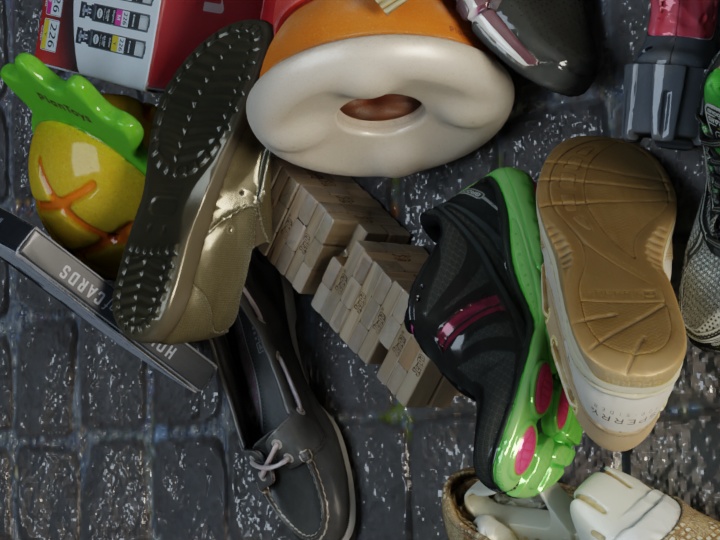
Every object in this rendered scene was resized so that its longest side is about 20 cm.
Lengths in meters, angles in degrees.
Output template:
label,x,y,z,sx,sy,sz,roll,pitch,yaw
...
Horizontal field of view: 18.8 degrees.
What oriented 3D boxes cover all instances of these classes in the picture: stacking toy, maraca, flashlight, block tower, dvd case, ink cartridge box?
label,x,y,z,sx,sy,sz,roll,pitch,yaw
stacking toy,0.006,-0.164,1.213,0.146,0.146,0.200,-28,57,44
maraca,-0.154,-0.062,1.351,0.137,0.200,0.107,21,65,31
flashlight,0.161,-0.162,1.071,0.068,0.068,0.200,7,91,63
block tower,0.000,0.000,1.257,0.200,0.054,0.058,48,121,39
dvd case,-0.184,0.007,1.366,0.025,0.150,0.200,-54,27,-8
ink cartridge box,-0.108,-0.210,1.340,0.175,0.084,0.200,17,100,48

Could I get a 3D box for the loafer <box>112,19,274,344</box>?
label,x,y,z,sx,sy,sz,roll,pitch,yaw
loafer,-0.085,-0.049,1.270,0.076,0.067,0.200,17,85,45

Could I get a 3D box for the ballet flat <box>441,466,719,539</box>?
label,x,y,z,sx,sy,sz,roll,pitch,yaw
ballet flat,0.111,0.132,1.107,0.200,0.071,0.065,-3,123,47

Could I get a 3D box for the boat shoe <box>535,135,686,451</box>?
label,x,y,z,sx,sy,sz,roll,pitch,yaw
boat shoe,0.119,0.009,1.072,0.200,0.074,0.069,-84,1,-53

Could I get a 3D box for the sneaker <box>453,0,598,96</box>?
label,x,y,z,sx,sy,sz,roll,pitch,yaw
sneaker,0.093,-0.197,1.150,0.116,0.076,0.200,-45,58,31

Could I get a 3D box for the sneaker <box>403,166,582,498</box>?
label,x,y,z,sx,sy,sz,roll,pitch,yaw
sneaker,0.067,0.038,1.127,0.084,0.077,0.200,-17,46,16

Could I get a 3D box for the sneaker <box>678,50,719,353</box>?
label,x,y,z,sx,sy,sz,roll,pitch,yaw
sneaker,0.183,-0.057,1.029,0.078,0.085,0.200,28,111,46

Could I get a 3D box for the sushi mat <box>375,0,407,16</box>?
label,x,y,z,sx,sy,sz,roll,pitch,yaw
sushi mat,0.068,-0.222,1.126,0.200,0.012,0.096,-33,76,4

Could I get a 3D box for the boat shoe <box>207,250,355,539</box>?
label,x,y,z,sx,sy,sz,roll,pitch,yaw
boat shoe,-0.060,0.078,1.317,0.067,0.057,0.200,-37,61,41
